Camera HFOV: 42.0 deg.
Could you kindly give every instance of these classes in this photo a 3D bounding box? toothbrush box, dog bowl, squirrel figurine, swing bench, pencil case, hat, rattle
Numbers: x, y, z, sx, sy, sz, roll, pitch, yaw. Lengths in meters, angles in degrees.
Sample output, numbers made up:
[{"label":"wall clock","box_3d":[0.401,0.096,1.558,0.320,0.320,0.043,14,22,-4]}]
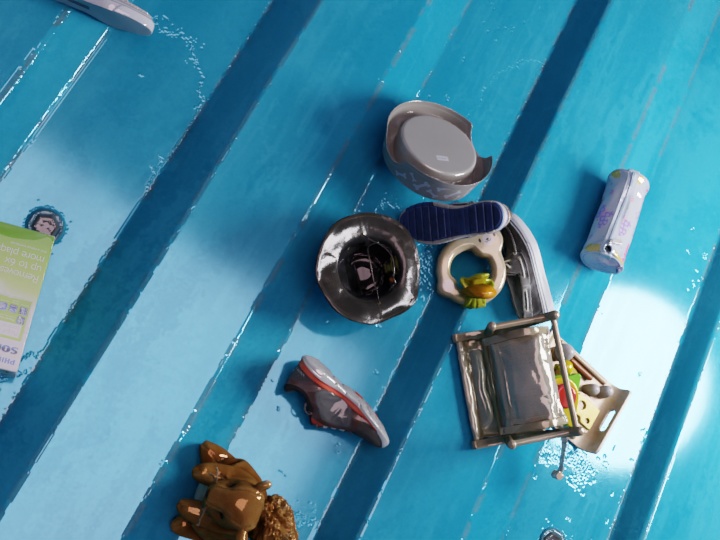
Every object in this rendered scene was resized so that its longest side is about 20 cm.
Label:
[{"label":"toothbrush box","box_3d":[-0.529,0.034,1.317,0.145,0.086,0.202,17,74,-18]},{"label":"dog bowl","box_3d":[0.128,-0.203,1.620,0.198,0.059,0.201,13,48,-15]},{"label":"squirrel figurine","box_3d":[-0.160,0.344,1.345,0.199,0.186,0.142,32,68,-13]},{"label":"swing bench","box_3d":[0.251,0.184,1.540,0.129,0.200,0.201,-8,82,-13]},{"label":"pencil case","box_3d":[0.479,-0.093,1.763,0.083,0.091,0.201,15,66,23]},{"label":"hat","box_3d":[0.000,0.000,1.550,0.199,0.081,0.203,6,78,-30]},{"label":"rattle","box_3d":[0.204,-0.043,1.609,0.129,0.143,0.201,22,79,16]}]

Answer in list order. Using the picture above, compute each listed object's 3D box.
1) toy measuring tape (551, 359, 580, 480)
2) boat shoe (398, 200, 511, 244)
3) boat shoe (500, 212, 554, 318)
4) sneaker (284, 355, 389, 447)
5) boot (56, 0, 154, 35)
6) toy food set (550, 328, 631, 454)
[{"label":"toy measuring tape","box_3d":[0.327,0.250,1.596,0.073,0.073,0.202,13,83,-19]},{"label":"boat shoe","box_3d":[0.163,-0.080,1.598,0.072,0.199,0.073,-1,91,-60]},{"label":"boat shoe","box_3d":[0.282,-0.003,1.670,0.070,0.072,0.202,-17,81,-17]},{"label":"sneaker","box_3d":[-0.041,0.224,1.500,0.200,0.077,0.082,43,93,-8]},{"label":"boot","box_3d":[-0.409,-0.453,1.480,0.199,0.073,0.096,22,78,-16]},{"label":"toy food set","box_3d":[0.381,0.210,1.671,0.200,0.060,0.144,41,66,-9]}]
